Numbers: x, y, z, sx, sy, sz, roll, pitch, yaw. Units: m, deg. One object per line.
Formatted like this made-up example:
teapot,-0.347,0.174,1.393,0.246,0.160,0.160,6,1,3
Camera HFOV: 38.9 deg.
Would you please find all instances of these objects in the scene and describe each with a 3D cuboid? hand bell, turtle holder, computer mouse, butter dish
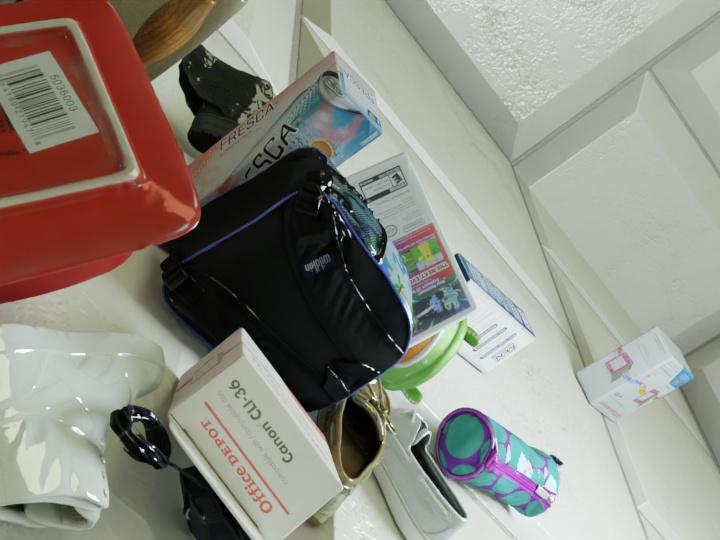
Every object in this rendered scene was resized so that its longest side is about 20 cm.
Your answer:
hand bell,-0.190,-0.150,0.782,0.104,0.199,0.105,47,20,-22
turtle holder,0.038,0.043,1.134,0.132,0.140,0.186,44,22,-26
computer mouse,-0.115,0.142,0.652,0.059,0.034,0.201,60,-2,39
butter dish,-0.223,-0.053,0.639,0.197,0.148,0.201,-16,63,-25

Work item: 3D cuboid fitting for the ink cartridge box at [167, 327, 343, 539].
ink cartridge box,-0.074,0.116,0.722,0.117,0.067,0.200,53,-3,-7

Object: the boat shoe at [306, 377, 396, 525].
boat shoe,-0.004,0.151,0.915,0.073,0.062,0.200,48,27,-9

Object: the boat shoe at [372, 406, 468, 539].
boat shoe,0.042,0.176,1.018,0.072,0.068,0.202,24,36,-58

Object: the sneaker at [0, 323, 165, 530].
sneaker,-0.174,0.099,0.616,0.200,0.073,0.117,15,57,-69

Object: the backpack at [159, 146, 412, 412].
backpack,-0.051,0.007,0.895,0.201,0.182,0.148,52,18,-27

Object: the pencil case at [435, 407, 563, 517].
pencil case,0.169,0.233,1.225,0.092,0.086,0.199,32,-2,43

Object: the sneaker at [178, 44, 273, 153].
sneaker,-0.104,-0.156,1.059,0.198,0.060,0.105,21,60,-11

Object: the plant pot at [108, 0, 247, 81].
plant pot,-0.204,-0.295,0.966,0.201,0.175,0.201,-83,151,-63

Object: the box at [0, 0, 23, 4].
box,-0.344,-0.331,0.980,0.143,0.036,0.201,51,19,-17

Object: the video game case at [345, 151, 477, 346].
video game case,0.000,0.000,1.027,0.184,0.198,0.023,65,-22,0

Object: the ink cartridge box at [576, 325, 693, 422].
ink cartridge box,0.571,0.220,2.124,0.144,0.199,0.085,34,31,-47

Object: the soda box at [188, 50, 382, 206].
soda box,-0.076,-0.109,0.941,0.063,0.199,0.069,37,29,-37

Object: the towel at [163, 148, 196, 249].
towel,-0.151,-0.050,1.003,0.199,0.023,0.145,33,30,-47

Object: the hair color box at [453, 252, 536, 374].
hair color box,0.163,0.066,1.487,0.200,0.100,0.061,39,22,-43
